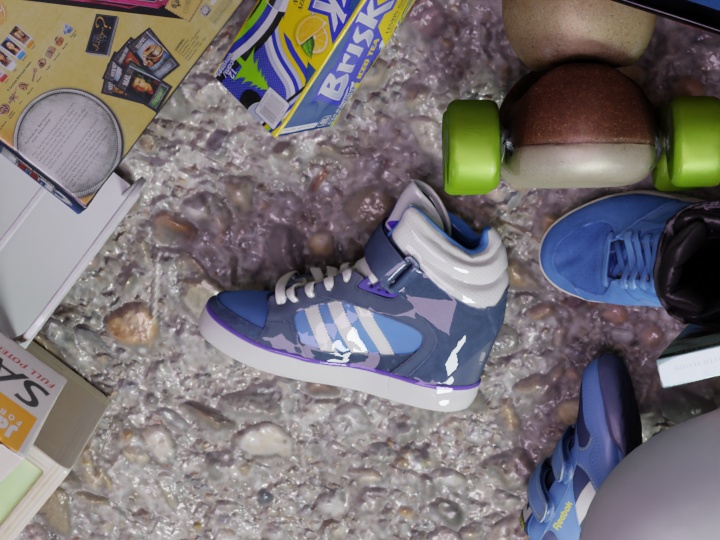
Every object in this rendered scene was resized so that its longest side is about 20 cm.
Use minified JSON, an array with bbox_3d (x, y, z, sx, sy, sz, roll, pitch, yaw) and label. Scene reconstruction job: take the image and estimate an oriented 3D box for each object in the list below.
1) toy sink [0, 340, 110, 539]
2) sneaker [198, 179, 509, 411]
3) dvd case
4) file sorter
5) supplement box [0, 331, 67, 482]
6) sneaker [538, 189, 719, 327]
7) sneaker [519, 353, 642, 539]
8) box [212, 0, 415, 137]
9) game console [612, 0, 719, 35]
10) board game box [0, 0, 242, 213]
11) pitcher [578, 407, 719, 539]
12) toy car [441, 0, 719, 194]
[{"bbox_3d":[-0.301,0.099,1.677,0.200,0.112,0.130,38,118,-7],"label":"toy sink"},{"bbox_3d":[0.000,0.000,1.584,0.199,0.081,0.147,15,110,9],"label":"sneaker"},{"bbox_3d":[0.263,0.033,1.458,0.145,0.200,0.022,-14,93,16],"label":"dvd case"},{"bbox_3d":[-0.256,-0.061,1.549,0.200,0.125,0.139,37,79,-6],"label":"file sorter"},{"bbox_3d":[-0.291,0.101,1.539,0.126,0.074,0.200,37,137,-12],"label":"supplement box"},{"bbox_3d":[0.188,-0.009,1.489,0.199,0.111,0.077,4,96,28],"label":"sneaker"},{"bbox_3d":[0.148,0.149,1.621,0.082,0.074,0.201,6,116,12],"label":"sneaker"},{"bbox_3d":[-0.007,-0.179,1.486,0.064,0.070,0.200,46,120,18],"label":"box"},{"bbox_3d":[0.242,-0.230,1.385,0.199,0.119,0.173,18,119,3],"label":"game console"},{"bbox_3d":[-0.165,-0.156,1.488,0.135,0.035,0.200,38,77,-8],"label":"board game box"},{"bbox_3d":[0.242,0.163,1.547,0.121,0.200,0.172,13,137,53],"label":"pitcher"},{"bbox_3d":[0.132,-0.149,1.464,0.163,0.158,0.201,-1,90,0],"label":"toy car"}]
